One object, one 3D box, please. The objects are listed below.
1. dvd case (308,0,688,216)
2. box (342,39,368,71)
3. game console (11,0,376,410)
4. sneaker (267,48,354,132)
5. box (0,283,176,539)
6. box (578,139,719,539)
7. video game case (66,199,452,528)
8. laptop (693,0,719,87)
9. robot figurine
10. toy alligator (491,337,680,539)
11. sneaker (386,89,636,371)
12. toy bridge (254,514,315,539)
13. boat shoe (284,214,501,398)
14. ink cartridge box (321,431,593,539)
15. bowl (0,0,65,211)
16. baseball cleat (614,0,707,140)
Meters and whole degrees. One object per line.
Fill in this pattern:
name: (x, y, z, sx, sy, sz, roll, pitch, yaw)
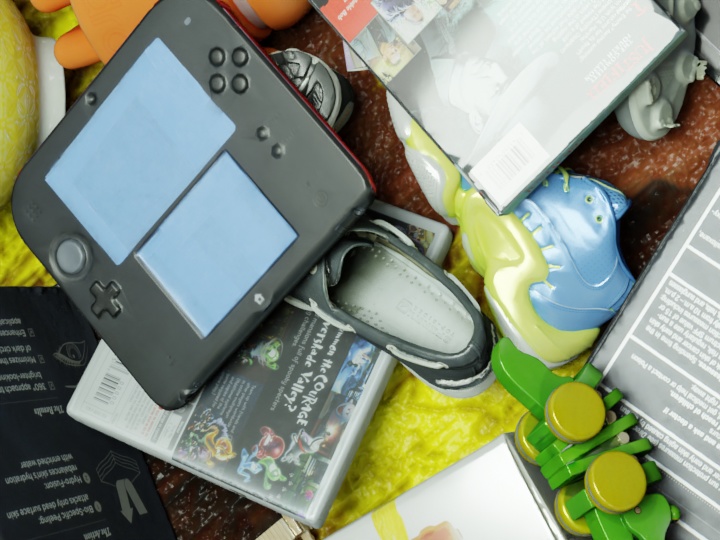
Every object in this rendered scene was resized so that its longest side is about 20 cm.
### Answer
dvd case: (0.065, -0.153, 0.892, 0.146, 0.022, 0.200, -45, 76, 17)
box: (0.003, -0.222, 0.955, 0.038, 0.041, 0.203, -6, 95, 39)
game console: (-0.106, -0.044, 0.938, 0.200, 0.031, 0.177, -46, 73, 22)
sneaker: (-0.090, -0.074, 0.989, 0.198, 0.079, 0.075, -19, 86, 21)
box: (-0.235, 0.121, 0.989, 0.117, 0.196, 0.202, -27, 80, 18)
box: (0.234, 0.068, 0.856, 0.199, 0.123, 0.200, 36, 100, 20)
video game case: (-0.062, 0.034, 0.985, 0.180, 0.023, 0.202, 20, 74, 20)
laptop: (0.248, -0.194, 0.868, 0.200, 0.103, 0.177, -47, 74, 13)
robot figurine: (-0.105, -0.188, 0.993, 0.198, 0.117, 0.146, -18, 68, 18)
toy alligator: (0.134, 0.115, 0.806, 0.054, 0.059, 0.201, -25, 76, -21)
sneaker: (0.098, -0.046, 0.941, 0.104, 0.076, 0.202, -29, 90, 8)
toy bridge: (-0.089, 0.094, 1.026, 0.067, 0.027, 0.201, -40, 76, 14)
boat shoe: (0.000, 0.000, 0.938, 0.199, 0.060, 0.076, 29, 78, 22)
ink cartridge box: (0.039, 0.172, 0.916, 0.199, 0.145, 0.084, -32, 77, 16)
bowl: (-0.253, -0.114, 1.037, 0.106, 0.200, 0.203, -2, 87, -22)
baseball cleat: (0.142, -0.177, 0.919, 0.106, 0.069, 0.203, 6, 101, 44)
